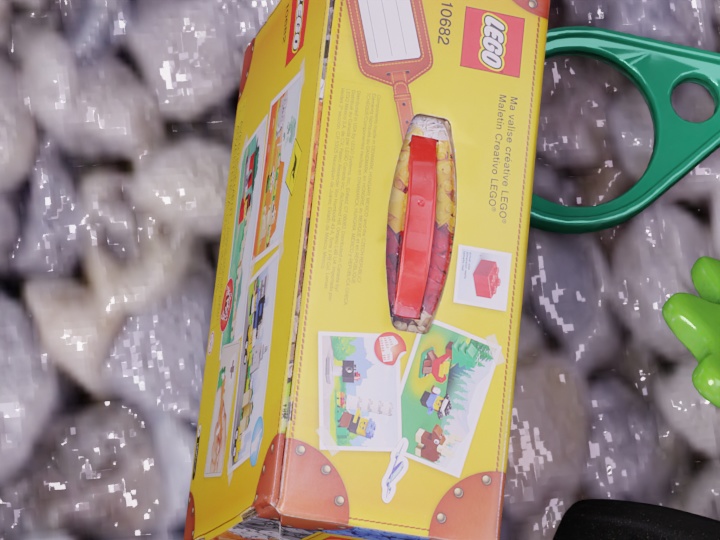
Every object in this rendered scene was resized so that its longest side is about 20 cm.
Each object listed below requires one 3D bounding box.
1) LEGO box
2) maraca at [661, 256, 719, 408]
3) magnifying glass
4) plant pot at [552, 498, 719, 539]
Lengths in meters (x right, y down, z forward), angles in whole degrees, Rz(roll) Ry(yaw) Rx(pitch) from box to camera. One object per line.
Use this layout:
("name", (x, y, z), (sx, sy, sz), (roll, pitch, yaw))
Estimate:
("LEGO box", (0.000, 0.000, 0.861), (0.077, 0.149, 0.201), (10, 76, -13))
("maraca", (0.197, 0.067, 0.924), (0.200, 0.137, 0.107), (39, 115, 6))
("magnifying glass", (0.136, -0.067, 0.965), (0.199, 0.022, 0.080), (-14, 77, -6))
("plant pot", (0.147, 0.196, 0.845), (0.199, 0.177, 0.200), (29, 71, -7))
